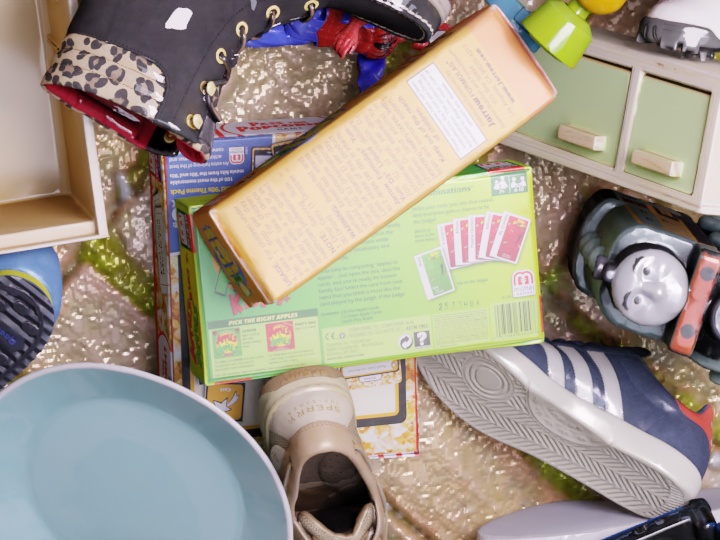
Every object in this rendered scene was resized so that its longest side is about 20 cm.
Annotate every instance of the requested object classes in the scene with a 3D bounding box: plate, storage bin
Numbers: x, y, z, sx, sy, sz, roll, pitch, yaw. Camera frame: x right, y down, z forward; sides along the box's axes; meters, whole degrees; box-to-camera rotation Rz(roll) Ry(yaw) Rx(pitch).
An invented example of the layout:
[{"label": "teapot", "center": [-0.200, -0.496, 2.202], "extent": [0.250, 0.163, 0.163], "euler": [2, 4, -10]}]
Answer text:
[{"label": "plate", "center": [-0.131, 0.131, 1.638], "extent": [0.199, 0.026, 0.201], "euler": [8, 124, 12]}, {"label": "storage bin", "center": [-0.253, -0.109, 1.561], "extent": [0.197, 0.094, 0.201], "euler": [-9, 104, -13]}]

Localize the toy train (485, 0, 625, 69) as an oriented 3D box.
[{"label": "toy train", "center": [0.133, -0.156, 1.526], "extent": [0.085, 0.200, 0.116], "euler": [39, 97, -19]}]

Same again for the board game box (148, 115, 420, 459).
[{"label": "board game box", "center": [-0.044, 0.014, 1.667], "extent": [0.150, 0.046, 0.202], "euler": [-4, 102, -14]}]

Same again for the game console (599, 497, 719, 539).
[{"label": "game console", "center": [0.211, 0.246, 1.706], "extent": [0.170, 0.119, 0.201], "euler": [-22, 132, -5]}]

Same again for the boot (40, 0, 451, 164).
[{"label": "boot", "center": [-0.064, -0.128, 1.534], "extent": [0.199, 0.073, 0.151], "euler": [25, 75, -12]}]

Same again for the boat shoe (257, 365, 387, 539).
[{"label": "boat shoe", "center": [-0.020, 0.138, 1.646], "extent": [0.071, 0.065, 0.201], "euler": [-17, 141, -1]}]

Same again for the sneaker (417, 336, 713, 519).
[{"label": "sneaker", "center": [0.124, 0.066, 1.717], "extent": [0.199, 0.075, 0.085], "euler": [34, 53, -3]}]

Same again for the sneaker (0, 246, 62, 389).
[{"label": "sneaker", "center": [-0.243, 0.054, 1.621], "extent": [0.200, 0.079, 0.066], "euler": [-41, 112, 17]}]

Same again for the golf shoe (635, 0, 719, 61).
[{"label": "golf shoe", "center": [0.230, -0.177, 1.602], "extent": [0.199, 0.078, 0.095], "euler": [-22, 115, -33]}]

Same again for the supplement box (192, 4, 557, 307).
[{"label": "supplement box", "center": [0.007, -0.061, 1.560], "extent": [0.200, 0.067, 0.069], "euler": [-38, 96, -12]}]

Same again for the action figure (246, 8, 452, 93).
[{"label": "action figure", "center": [-0.036, -0.125, 1.614], "extent": [0.199, 0.099, 0.065], "euler": [4, 136, -17]}]

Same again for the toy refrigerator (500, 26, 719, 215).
[{"label": "toy refrigerator", "center": [0.158, -0.088, 1.612], "extent": [0.070, 0.200, 0.076], "euler": [3, 102, -33]}]

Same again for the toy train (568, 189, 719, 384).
[{"label": "toy train", "center": [0.181, 0.005, 1.644], "extent": [0.113, 0.200, 0.086], "euler": [17, 100, -3]}]

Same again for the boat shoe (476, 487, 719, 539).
[{"label": "boat shoe", "center": [0.166, 0.178, 1.748], "extent": [0.199, 0.071, 0.070], "euler": [-5, 100, -20]}]

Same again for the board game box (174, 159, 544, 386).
[{"label": "board game box", "center": [0.000, 0.000, 1.622], "extent": [0.199, 0.048, 0.102], "euler": [-7, 98, -13]}]
